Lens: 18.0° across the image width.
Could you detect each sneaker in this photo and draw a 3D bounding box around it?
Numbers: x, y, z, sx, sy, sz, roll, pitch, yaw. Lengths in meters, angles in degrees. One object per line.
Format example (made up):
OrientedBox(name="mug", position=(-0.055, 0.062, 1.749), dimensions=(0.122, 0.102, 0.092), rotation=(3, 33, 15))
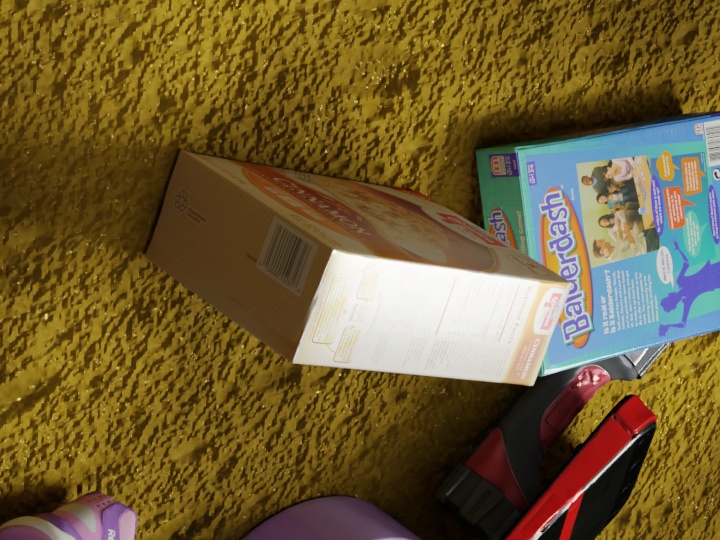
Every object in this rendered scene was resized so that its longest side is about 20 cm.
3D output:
OrientedBox(name="sneaker", position=(-0.165, 0.217, 1.391), dimensions=(0.088, 0.080, 0.200), rotation=(-39, 140, -44))

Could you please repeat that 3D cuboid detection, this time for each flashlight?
OrientedBox(name="flashlight", position=(0.139, 0.106, 1.594), dimensions=(0.200, 0.068, 0.068), rotation=(-46, 133, -11))

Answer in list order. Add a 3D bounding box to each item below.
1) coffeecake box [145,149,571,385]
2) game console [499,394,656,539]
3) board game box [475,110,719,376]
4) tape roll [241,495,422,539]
OrientedBox(name="coffeecake box", position=(0.000, 0.000, 1.353), dimensions=(0.200, 0.153, 0.073), rotation=(8, 108, -44))
OrientedBox(name="game console", position=(0.135, 0.180, 1.593), dimensions=(0.177, 0.031, 0.200), rotation=(-42, 162, -18))
OrientedBox(name="board game box", position=(0.174, -0.021, 1.534), dimensions=(0.200, 0.045, 0.152), rotation=(-11, 97, -37))
OrientedBox(name="tape roll", position=(-0.027, 0.256, 1.534), dimensions=(0.200, 0.066, 0.200), rotation=(-20, 124, -31))
